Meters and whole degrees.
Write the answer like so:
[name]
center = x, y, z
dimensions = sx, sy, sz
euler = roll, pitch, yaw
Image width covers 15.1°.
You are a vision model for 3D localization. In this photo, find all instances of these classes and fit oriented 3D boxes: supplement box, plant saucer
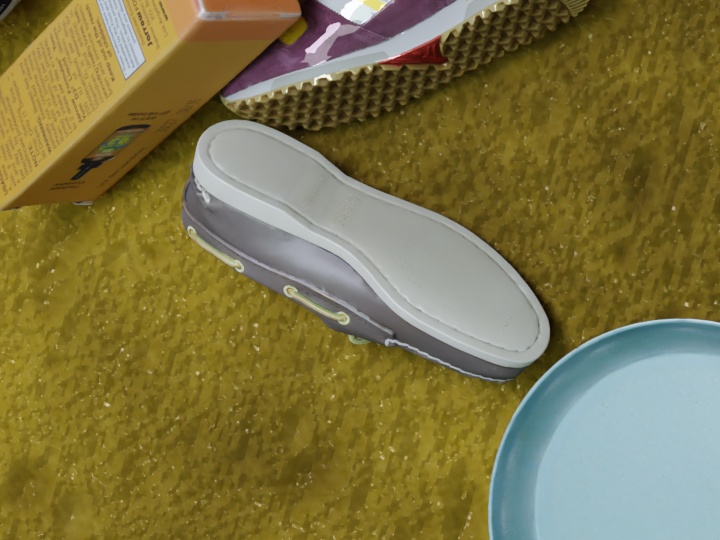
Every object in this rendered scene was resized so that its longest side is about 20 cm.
[supplement box]
center = -0.116, -0.102, 1.340
dimensions = 0.200, 0.067, 0.069
euler = -40, 66, 42
[plant saucer]
center = 0.160, 0.122, 1.311
dimensions = 0.200, 0.027, 0.200
euler = 2, 96, 22

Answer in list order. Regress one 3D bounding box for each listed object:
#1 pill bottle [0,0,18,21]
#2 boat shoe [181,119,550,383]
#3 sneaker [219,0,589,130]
[pill bottle]
center = -0.236, -0.169, 1.351
dimensions = 0.112, 0.200, 0.113
euler = 2, 95, 22
[boat shoe]
center = 0.000, 0.000, 1.345
dimensions = 0.200, 0.072, 0.060
euler = 30, 133, 7
[sneaker]
center = 0.016, -0.137, 1.330
dimensions = 0.200, 0.075, 0.090
euler = -20, 71, 21
